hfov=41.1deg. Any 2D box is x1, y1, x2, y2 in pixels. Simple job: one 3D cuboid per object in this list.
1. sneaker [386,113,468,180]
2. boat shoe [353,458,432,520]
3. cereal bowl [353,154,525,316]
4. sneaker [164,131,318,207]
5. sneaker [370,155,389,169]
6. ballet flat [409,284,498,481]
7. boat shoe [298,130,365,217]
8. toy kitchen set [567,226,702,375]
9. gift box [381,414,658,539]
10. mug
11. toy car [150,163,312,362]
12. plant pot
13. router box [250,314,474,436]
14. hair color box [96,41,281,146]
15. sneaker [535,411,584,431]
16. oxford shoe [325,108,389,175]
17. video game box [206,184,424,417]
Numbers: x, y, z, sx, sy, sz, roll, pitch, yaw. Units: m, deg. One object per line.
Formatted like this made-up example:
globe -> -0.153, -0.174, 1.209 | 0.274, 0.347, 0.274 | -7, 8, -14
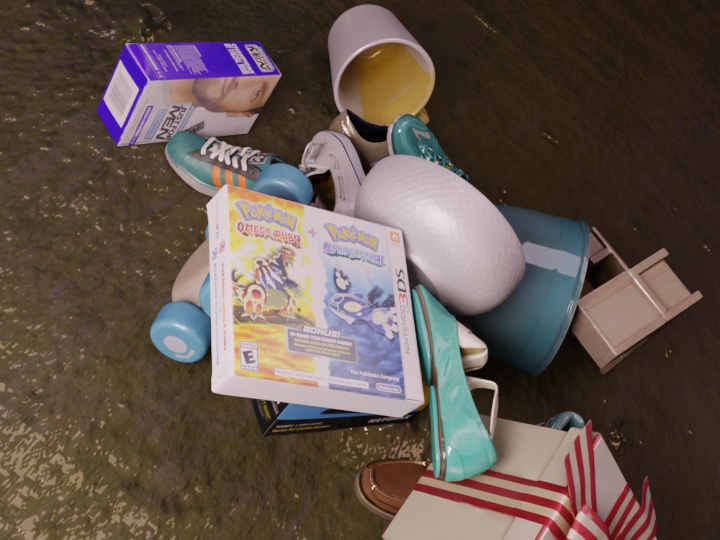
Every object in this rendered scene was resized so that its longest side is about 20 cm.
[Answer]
sneaker -> 0.110, -0.130, 1.293 | 0.078, 0.079, 0.200 | -48, 115, -20
boat shoe -> 0.090, 0.226, 1.013 | 0.198, 0.068, 0.072 | 14, 46, -28
cereal bowl -> 0.069, -0.021, 1.014 | 0.200, 0.200, 0.083 | 40, 69, 1
sneaker -> -0.136, -0.119, 1.141 | 0.199, 0.080, 0.072 | 31, 41, -1
sneaker -> 0.051, -0.103, 1.218 | 0.081, 0.074, 0.200 | 54, -2, 4
ballet flat -> 0.090, 0.101, 0.893 | 0.070, 0.068, 0.201 | -4, 54, -5
boat shoe -> -0.050, -0.117, 1.206 | 0.085, 0.075, 0.203 | 7, 36, -26
toy kitchen set -> 0.289, 0.049, 1.252 | 0.180, 0.200, 0.164 | -26, 72, -31
gift box -> 0.162, 0.236, 0.883 | 0.201, 0.186, 0.185 | -53, 124, -25
mug -> 0.019, -0.298, 1.423 | 0.148, 0.188, 0.154 | -13, 46, -7
toy car -> -0.078, 0.033, 0.997 | 0.200, 0.176, 0.185 | 39, 43, -20
plant pot -> 0.157, 0.006, 1.190 | 0.186, 0.201, 0.201 | 18, 42, -1
router box -> 0.006, 0.107, 0.994 | 0.199, 0.149, 0.051 | 1, 52, -37
hair color box -> -0.205, -0.216, 1.162 | 0.199, 0.109, 0.065 | -16, 64, -45
sneaker -> 0.230, 0.247, 1.088 | 0.077, 0.086, 0.201 | 20, 43, -21
oxford shoe -> 0.042, -0.152, 1.322 | 0.199, 0.075, 0.071 | 24, 39, -20
video game box -> -0.040, 0.030, 0.867 | 0.199, 0.047, 0.184 | 12, 55, -33
